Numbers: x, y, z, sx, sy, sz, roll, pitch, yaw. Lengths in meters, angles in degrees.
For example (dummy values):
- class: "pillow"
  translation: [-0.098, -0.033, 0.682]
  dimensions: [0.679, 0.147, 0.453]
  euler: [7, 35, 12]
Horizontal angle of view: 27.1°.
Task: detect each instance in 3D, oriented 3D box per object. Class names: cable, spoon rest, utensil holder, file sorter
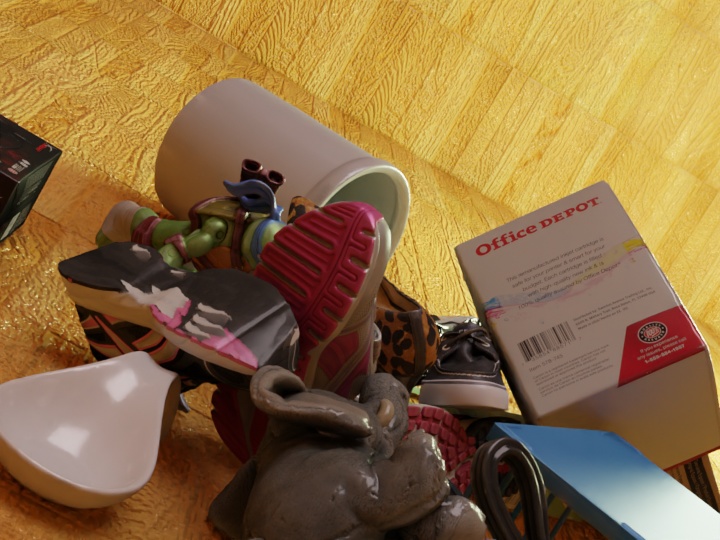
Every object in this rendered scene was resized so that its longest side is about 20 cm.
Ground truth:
- class: "cable"
  translation: [0.106, 0.202, 0.879]
  dimensions: [0.097, 0.050, 0.201]
  euler: [-31, 85, -32]
- class: "spoon rest"
  translation: [-0.150, 0.086, 0.870]
  dimensions: [0.099, 0.061, 0.200]
  euler: [32, 11, 6]
- class: "utensil holder"
  translation: [-0.080, -0.075, 1.457]
  dimensions: [0.200, 0.171, 0.170]
  euler: [36, 13, 29]
- class: "file sorter"
  translation: [0.157, 0.197, 1.031]
  dimensions: [0.139, 0.123, 0.199]
  euler: [38, 14, 30]

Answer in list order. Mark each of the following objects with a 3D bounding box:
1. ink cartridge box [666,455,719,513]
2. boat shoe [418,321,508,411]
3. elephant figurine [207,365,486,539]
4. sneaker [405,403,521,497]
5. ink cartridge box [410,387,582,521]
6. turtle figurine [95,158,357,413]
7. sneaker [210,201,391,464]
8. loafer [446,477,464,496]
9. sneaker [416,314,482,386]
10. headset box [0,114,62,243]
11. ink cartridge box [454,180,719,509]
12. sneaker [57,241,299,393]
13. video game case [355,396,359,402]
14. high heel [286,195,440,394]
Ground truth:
- class: "ink cartridge box"
  translation: [0.229, 0.153, 1.347]
  dimensions: [0.200, 0.075, 0.165]
  euler: [43, -11, 41]
- class: "boat shoe"
  translation: [0.084, 0.074, 1.191]
  dimensions: [0.069, 0.067, 0.200]
  euler: [3, -1, 5]
- class: "elephant figurine"
  translation: [-0.025, 0.121, 0.890]
  dimensions: [0.155, 0.141, 0.200]
  euler: [50, 0, -38]
- class: "sneaker"
  translation: [0.048, 0.143, 1.130]
  dimensions: [0.074, 0.081, 0.199]
  euler: [2, -8, 38]
- class: "ink cartridge box"
  translation: [0.106, 0.141, 1.329]
  dimensions: [0.145, 0.048, 0.200]
  euler: [18, 20, -47]
- class: "turtle figurine"
  translation: [-0.119, 0.020, 1.120]
  dimensions: [0.143, 0.202, 0.193]
  euler: [-22, 21, -28]
- class: "sneaker"
  translation: [-0.027, 0.038, 0.999]
  dimensions: [0.088, 0.201, 0.081]
  euler: [-8, 44, -47]
- class: "loafer"
  translation: [0.035, 0.176, 0.942]
  dimensions: [0.072, 0.073, 0.200]
  euler: [17, 17, -38]
- class: "sneaker"
  translation: [0.050, 0.065, 1.329]
  dimensions: [0.079, 0.074, 0.200]
  euler: [13, -3, 27]
- class: "headset box"
  translation: [-0.340, -0.099, 1.118]
  dimensions: [0.199, 0.078, 0.149]
  euler: [32, 12, -5]
- class: "ink cartridge box"
  translation: [0.186, 0.060, 1.229]
  dimensions: [0.145, 0.144, 0.201]
  euler: [65, 2, -48]
- class: "sneaker"
  translation: [-0.114, 0.046, 0.984]
  dimensions: [0.080, 0.087, 0.199]
  euler: [-28, 35, -35]
- class: "video game case"
  translation: [-0.085, 0.049, 1.285]
  dimensions: [0.199, 0.024, 0.182]
  euler: [28, 12, -14]
- class: "high heel"
  translation: [0.000, 0.000, 1.112]
  dimensions: [0.071, 0.143, 0.201]
  euler: [-19, 67, -19]
